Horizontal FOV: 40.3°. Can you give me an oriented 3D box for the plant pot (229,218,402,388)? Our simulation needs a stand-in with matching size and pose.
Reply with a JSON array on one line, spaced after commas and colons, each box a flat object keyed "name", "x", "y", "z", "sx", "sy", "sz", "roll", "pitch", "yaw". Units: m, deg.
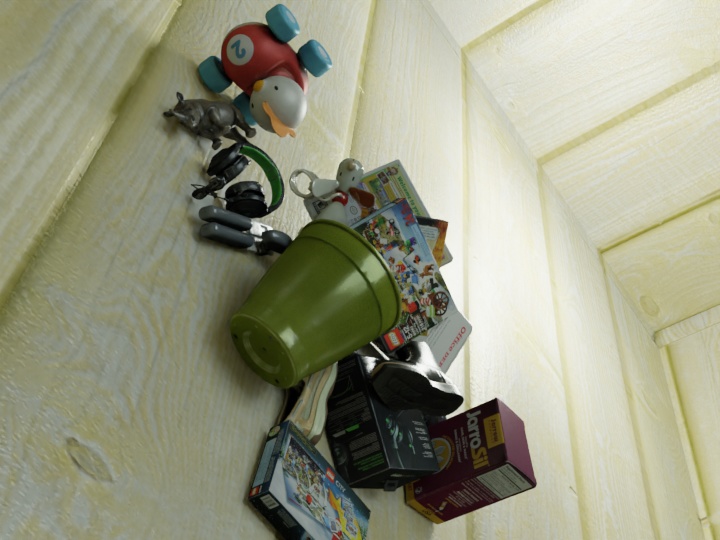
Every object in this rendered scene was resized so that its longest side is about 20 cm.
[{"name": "plant pot", "x": -0.077, "y": 0.062, "z": 1.400, "sx": 0.193, "sy": 0.200, "sz": 0.201, "roll": -41, "pitch": 104, "yaw": -34}]

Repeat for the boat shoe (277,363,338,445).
[{"name": "boat shoe", "x": -0.084, "y": 0.167, "z": 1.456, "sx": 0.076, "sy": 0.072, "sz": 0.200, "roll": 37, "pitch": 33, "yaw": -23}]

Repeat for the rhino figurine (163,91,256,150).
[{"name": "rhino figurine", "x": -0.244, "y": -0.239, "z": 1.560, "sx": 0.087, "sy": 0.060, "sz": 0.200, "roll": 49, "pitch": 20, "yaw": 18}]

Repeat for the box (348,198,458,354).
[{"name": "box", "x": 0.051, "y": 0.008, "z": 1.508, "sx": 0.201, "sy": 0.136, "sz": 0.038, "roll": 64, "pitch": -18, "yaw": -14}]

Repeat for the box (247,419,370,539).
[{"name": "box", "x": -0.065, "y": 0.322, "z": 1.341, "sx": 0.200, "sy": 0.038, "sz": 0.137, "roll": 52, "pitch": 25, "yaw": -22}]

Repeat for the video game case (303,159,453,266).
[{"name": "video game case", "x": 0.029, "y": -0.066, "z": 1.617, "sx": 0.201, "sy": 0.182, "sz": 0.022, "roll": 62, "pitch": -14, "yaw": 15}]

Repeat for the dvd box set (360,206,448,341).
[{"name": "dvd box set", "x": 0.054, "y": 0.008, "z": 1.556, "sx": 0.146, "sy": 0.201, "sz": 0.029, "roll": 8, "pitch": 7, "yaw": -23}]

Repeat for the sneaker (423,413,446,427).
[{"name": "sneaker", "x": 0.107, "y": 0.243, "z": 1.762, "sx": 0.073, "sy": 0.082, "sz": 0.201, "roll": -97, "pitch": 170, "yaw": -58}]

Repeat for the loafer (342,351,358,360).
[{"name": "loafer", "x": -0.068, "y": 0.080, "z": 1.564, "sx": 0.201, "sy": 0.068, "sz": 0.071, "roll": 47, "pitch": 45, "yaw": -23}]

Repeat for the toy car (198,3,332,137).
[{"name": "toy car", "x": -0.152, "y": -0.303, "z": 1.635, "sx": 0.177, "sy": 0.184, "sz": 0.200, "roll": 42, "pitch": 24, "yaw": -39}]

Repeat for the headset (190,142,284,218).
[{"name": "headset", "x": -0.186, "y": -0.142, "z": 1.535, "sx": 0.200, "sy": 0.094, "sz": 0.124, "roll": -25, "pitch": 87, "yaw": -53}]

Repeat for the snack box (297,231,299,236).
[{"name": "snack box", "x": 0.000, "y": 0.000, "z": 1.632, "sx": 0.201, "sy": 0.142, "sz": 0.053, "roll": 63, "pitch": -11, "yaw": 14}]

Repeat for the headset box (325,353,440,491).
[{"name": "headset box", "x": 0.028, "y": 0.250, "z": 1.556, "sx": 0.174, "sy": 0.093, "sz": 0.201, "roll": 19, "pitch": 48, "yaw": -58}]

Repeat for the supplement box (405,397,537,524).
[{"name": "supplement box", "x": 0.179, "y": 0.323, "z": 1.651, "sx": 0.103, "sy": 0.200, "sz": 0.131, "roll": 43, "pitch": 29, "yaw": -37}]

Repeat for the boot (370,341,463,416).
[{"name": "boot", "x": 0.066, "y": 0.151, "z": 1.561, "sx": 0.200, "sy": 0.077, "sz": 0.139, "roll": 32, "pitch": 22, "yaw": -46}]

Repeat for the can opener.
[{"name": "can opener", "x": -0.175, "y": -0.063, "z": 1.512, "sx": 0.200, "sy": 0.066, "sz": 0.053, "roll": 16, "pitch": 64, "yaw": -60}]

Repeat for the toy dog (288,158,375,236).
[{"name": "toy dog", "x": -0.043, "y": -0.096, "z": 1.557, "sx": 0.096, "sy": 0.131, "sz": 0.201, "roll": 111, "pitch": -24, "yaw": -69}]

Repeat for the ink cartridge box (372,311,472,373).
[{"name": "ink cartridge box", "x": 0.094, "y": 0.096, "z": 1.783, "sx": 0.200, "sy": 0.083, "sz": 0.145, "roll": 47, "pitch": 70, "yaw": -33}]
